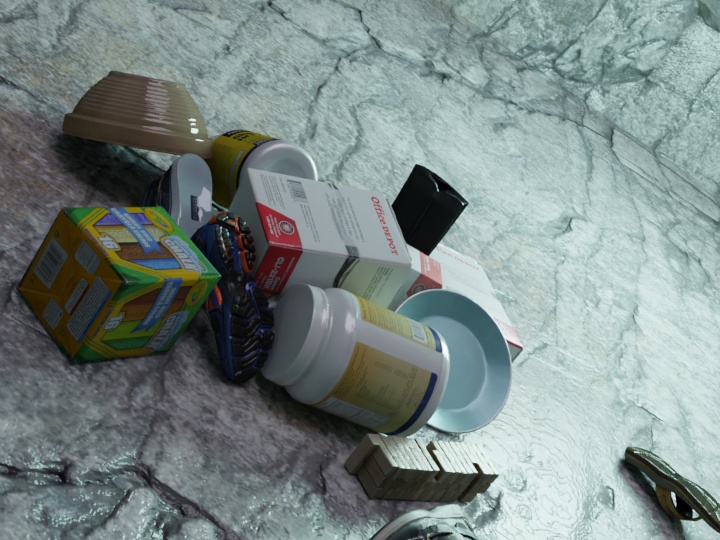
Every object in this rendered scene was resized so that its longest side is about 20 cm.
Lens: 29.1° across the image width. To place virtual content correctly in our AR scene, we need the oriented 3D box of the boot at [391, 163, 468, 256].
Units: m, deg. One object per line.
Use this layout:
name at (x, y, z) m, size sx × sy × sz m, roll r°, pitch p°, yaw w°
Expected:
boot at (0.034, -0.068, 1.975) m, size 0.165 × 0.200 × 0.066 m, roll 34°, pitch 24°, yaw -6°

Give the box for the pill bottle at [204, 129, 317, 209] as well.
pill bottle at (-0.150, -0.132, 1.884) m, size 0.112 × 0.113 × 0.200 m, roll 20°, pitch 1°, yaw -33°

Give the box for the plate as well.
plate at (0.114, 0.123, 1.864) m, size 0.199 × 0.026 × 0.201 m, roll 10°, pitch 68°, yaw -26°

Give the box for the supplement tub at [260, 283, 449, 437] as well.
supplement tub at (-0.008, 0.107, 1.674) m, size 0.199 × 0.145 × 0.145 m, roll 24°, pitch 27°, yaw -26°

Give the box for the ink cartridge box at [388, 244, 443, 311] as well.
ink cartridge box at (0.000, 0.000, 1.910) m, size 0.200 × 0.117 × 0.068 m, roll 30°, pitch 26°, yaw -17°

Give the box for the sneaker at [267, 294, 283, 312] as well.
sneaker at (-0.067, 0.069, 1.755) m, size 0.199 × 0.077 × 0.092 m, roll -11°, pitch 76°, yaw -43°

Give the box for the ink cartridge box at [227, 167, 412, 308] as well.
ink cartridge box at (-0.052, -0.038, 1.736) m, size 0.199 × 0.084 × 0.145 m, roll 8°, pitch 40°, yaw -26°

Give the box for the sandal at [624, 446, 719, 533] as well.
sandal at (0.457, 0.328, 2.023) m, size 0.200 × 0.055 × 0.082 m, roll 36°, pitch 14°, yaw 37°

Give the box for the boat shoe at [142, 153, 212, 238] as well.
boat shoe at (-0.231, -0.043, 1.748) m, size 0.071 × 0.091 × 0.201 m, roll 19°, pitch 56°, yaw -32°

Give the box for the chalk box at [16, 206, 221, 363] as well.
chalk box at (-0.252, 0.012, 1.542) m, size 0.124 × 0.125 × 0.200 m, roll 47°, pitch 27°, yaw 24°

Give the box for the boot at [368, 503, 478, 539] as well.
boot at (0.092, 0.334, 1.488) m, size 0.154 × 0.074 × 0.203 m, roll 50°, pitch 27°, yaw 23°

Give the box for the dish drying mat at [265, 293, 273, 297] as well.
dish drying mat at (-0.142, 0.012, 1.820) m, size 0.199 × 0.018 × 0.077 m, roll 29°, pitch 26°, yaw -17°

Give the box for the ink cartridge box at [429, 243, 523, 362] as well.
ink cartridge box at (0.134, 0.054, 2.029) m, size 0.146 × 0.083 × 0.200 m, roll 25°, pitch 26°, yaw -32°

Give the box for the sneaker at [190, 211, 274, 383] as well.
sneaker at (-0.157, 0.035, 1.637) m, size 0.075 × 0.078 × 0.201 m, roll 1°, pitch 76°, yaw -46°

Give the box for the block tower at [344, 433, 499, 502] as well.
block tower at (0.076, 0.239, 1.661) m, size 0.199 × 0.054 × 0.058 m, roll 12°, pitch 33°, yaw -42°

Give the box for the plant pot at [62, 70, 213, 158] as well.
plant pot at (-0.286, -0.209, 1.828) m, size 0.200 × 0.093 × 0.201 m, roll 11°, pitch 6°, yaw -1°
